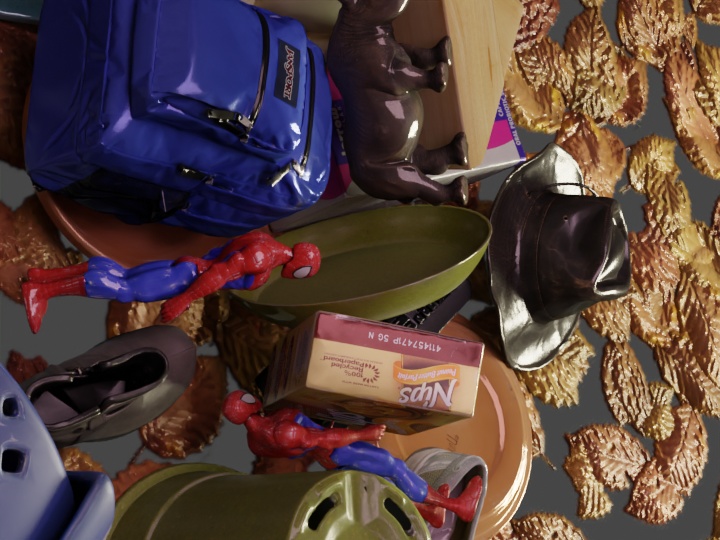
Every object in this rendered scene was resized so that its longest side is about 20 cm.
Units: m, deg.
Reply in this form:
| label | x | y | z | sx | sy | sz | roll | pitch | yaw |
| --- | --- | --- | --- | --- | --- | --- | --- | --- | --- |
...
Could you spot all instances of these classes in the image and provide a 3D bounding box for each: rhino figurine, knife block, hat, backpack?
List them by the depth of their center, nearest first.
| label | x | y | z | sx | sy | sz | roll | pitch | yaw |
| --- | --- | --- | --- | --- | --- | --- | --- | --- | --- |
| backpack | -0.108 | -0.109 | 1.335 | 0.200 | 0.168 | 0.163 | 21 | 68 | -40 |
| rhino figurine | 0.021 | -0.140 | 1.373 | 0.060 | 0.087 | 0.200 | -62 | 144 | -68 |
| knife block | 0.046 | -0.195 | 1.411 | 0.176 | 0.064 | 0.200 | 38 | 62 | -50 |
| hat | 0.178 | -0.008 | 1.587 | 0.201 | 0.081 | 0.201 | -17 | 109 | -59 |

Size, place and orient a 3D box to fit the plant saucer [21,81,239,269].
| label | x | y | z | sx | sy | sz | roll | pitch | yaw |
| --- | --- | --- | --- | --- | --- | --- | --- | --- | --- |
| plant saucer | -0.162 | -0.084 | 1.414 | 0.200 | 0.037 | 0.200 | 14 | 67 | -36 |

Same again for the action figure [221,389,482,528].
| label | x | y | z | sx | sy | sz | roll | pitch | yaw |
| --- | --- | --- | --- | --- | --- | --- | --- | --- | --- |
| action figure | -0.011 | 0.127 | 1.351 | 0.200 | 0.065 | 0.052 | 23 | 70 | -28 |

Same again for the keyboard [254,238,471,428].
| label | x | y | z | sx | sy | sz | roll | pitch | yaw |
| --- | --- | --- | --- | --- | --- | --- | --- | --- | --- |
| keyboard | -0.001 | 0.036 | 1.476 | 0.104 | 0.040 | 0.200 | 42 | 58 | 5 |

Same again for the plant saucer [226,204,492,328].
| label | x | y | z | sx | sy | sz | roll | pitch | yaw |
| --- | --- | --- | --- | --- | --- | --- | --- | --- | --- |
| plant saucer | 0.000 | 0.000 | 1.408 | 0.200 | 0.200 | 0.031 | -29 | 115 | -41 |

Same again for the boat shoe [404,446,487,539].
| label | x | y | z | sx | sy | sz | roll | pitch | yaw |
| --- | --- | --- | --- | --- | --- | --- | --- | --- | --- |
| boat shoe | 0.044 | 0.231 | 1.434 | 0.074 | 0.065 | 0.202 | 26 | 77 | -29 |

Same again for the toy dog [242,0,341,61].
| label | x | y | z | sx | sy | sz | roll | pitch | yaw |
| --- | --- | --- | --- | --- | --- | --- | --- | --- | --- |
| toy dog | -0.033 | -0.236 | 1.521 | 0.200 | 0.140 | 0.194 | 6 | 28 | -37 |

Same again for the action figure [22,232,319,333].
| label | x | y | z | sx | sy | sz | roll | pitch | yaw |
| --- | --- | --- | --- | --- | --- | --- | --- | --- | --- |
| action figure | -0.127 | 0.007 | 1.323 | 0.200 | 0.065 | 0.052 | -12 | 100 | 1 |

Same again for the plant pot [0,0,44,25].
| label | x | y | z | sx | sy | sz | roll | pitch | yaw |
| --- | --- | --- | --- | --- | --- | --- | --- | --- | --- |
| plant pot | -0.219 | -0.310 | 1.355 | 0.200 | 0.200 | 0.196 | 17 | 57 | -33 |

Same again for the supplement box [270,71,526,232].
| label | x | y | z | sx | sy | sz | roll | pitch | yaw |
| --- | --- | --- | --- | --- | --- | --- | --- | --- | --- |
| supplement box | 0.018 | -0.105 | 1.522 | 0.200 | 0.103 | 0.101 | -15 | 86 | -39 |

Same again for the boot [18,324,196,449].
| label | x | y | z | sx | sy | sz | roll | pitch | yaw |
| --- | --- | --- | --- | --- | --- | --- | --- | --- | --- |
| boot | -0.162 | 0.079 | 1.295 | 0.200 | 0.131 | 0.068 | -23 | 91 | -41 |

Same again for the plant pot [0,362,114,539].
| label | x | y | z | sx | sy | sz | roll | pitch | yaw |
| --- | --- | --- | --- | --- | --- | --- | --- | --- | --- |
| plant pot | -0.274 | 0.155 | 1.131 | 0.180 | 0.200 | 0.200 | 45 | 61 | -26 |

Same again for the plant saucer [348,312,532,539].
| label | x | y | z | sx | sy | sz | roll | pitch | yaw |
| --- | --- | --- | --- | --- | --- | --- | --- | --- | --- |
| plant saucer | 0.061 | 0.122 | 1.525 | 0.200 | 0.032 | 0.200 | 13 | 68 | -34 |

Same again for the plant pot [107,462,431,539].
| label | x | y | z | sx | sy | sz | roll | pitch | yaw |
| --- | --- | --- | --- | --- | --- | --- | --- | --- | --- |
| plant pot | -0.053 | 0.212 | 1.299 | 0.200 | 0.190 | 0.200 | 13 | 68 | -35 |

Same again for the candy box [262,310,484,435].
| label | x | y | z | sx | sy | sz | roll | pitch | yaw |
| --- | --- | --- | --- | --- | --- | --- | --- | --- | --- |
| candy box | 0.004 | 0.075 | 1.341 | 0.115 | 0.200 | 0.055 | 12 | 80 | -9 |
